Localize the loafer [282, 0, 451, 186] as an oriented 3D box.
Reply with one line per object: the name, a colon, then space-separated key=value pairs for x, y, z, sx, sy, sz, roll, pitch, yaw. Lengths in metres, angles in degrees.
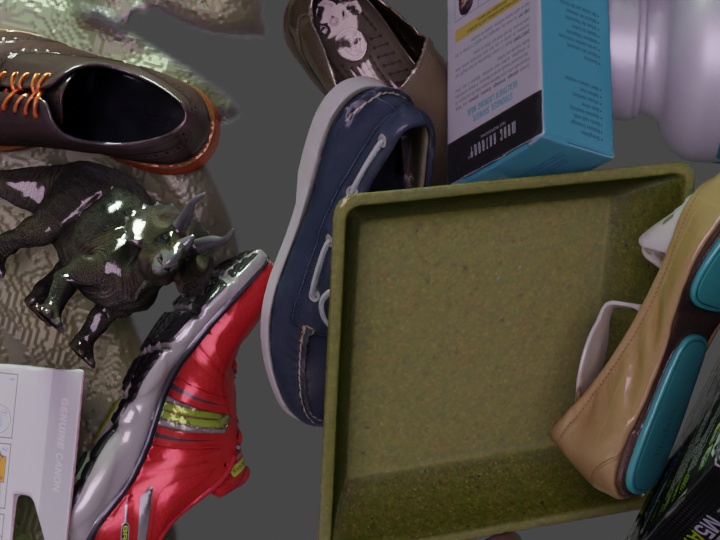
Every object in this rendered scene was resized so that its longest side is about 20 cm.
loafer: x=0.027 y=-0.084 z=1.002 sx=0.076 sy=0.067 sz=0.200 roll=-45 pitch=83 yaw=0

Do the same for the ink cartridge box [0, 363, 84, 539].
ink cartridge box: x=-0.230 y=0.146 z=0.998 sx=0.176 sy=0.045 sz=0.201 roll=4 pitch=86 yaw=17

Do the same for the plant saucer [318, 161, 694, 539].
plant saucer: x=0.066 y=0.040 z=0.943 sx=0.199 sy=0.048 sz=0.201 roll=-6 pitch=114 yaw=-22

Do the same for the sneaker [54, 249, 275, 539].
sneaker: x=-0.092 y=0.083 z=1.007 sx=0.085 sy=0.077 sz=0.200 roll=31 pitch=89 yaw=-14

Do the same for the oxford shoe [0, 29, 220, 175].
oxford shoe: x=-0.179 y=-0.101 z=1.018 sx=0.199 sy=0.073 sz=0.071 roll=8 pitch=86 yaw=5

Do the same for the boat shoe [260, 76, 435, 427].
boat shoe: x=0.000 y=0.000 z=0.965 sx=0.062 sy=0.075 sz=0.201 roll=36 pitch=119 yaw=45

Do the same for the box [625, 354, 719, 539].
box: x=0.199 y=0.054 z=0.885 sx=0.047 sy=0.193 sz=0.200 roll=28 pitch=64 yaw=8

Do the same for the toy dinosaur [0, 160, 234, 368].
toy dinosaur: x=-0.146 y=-0.016 z=1.005 sx=0.102 sy=0.077 sz=0.200 roll=-45 pitch=44 yaw=-9

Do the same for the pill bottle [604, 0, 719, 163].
pill bottle: x=0.228 y=-0.110 z=0.967 sx=0.199 sy=0.111 sz=0.111 roll=3 pitch=85 yaw=4

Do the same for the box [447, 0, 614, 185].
box: x=0.088 y=-0.142 z=0.965 sx=0.049 sy=0.082 sz=0.201 roll=14 pitch=66 yaw=-30

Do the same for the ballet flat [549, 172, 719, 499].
ballet flat: x=0.153 y=0.015 z=0.907 sx=0.063 sy=0.069 sz=0.201 roll=31 pitch=96 yaw=35

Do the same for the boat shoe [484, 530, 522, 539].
boat shoe: x=0.018 y=0.222 z=0.969 sx=0.202 sy=0.075 sz=0.075 roll=-34 pitch=75 yaw=1
